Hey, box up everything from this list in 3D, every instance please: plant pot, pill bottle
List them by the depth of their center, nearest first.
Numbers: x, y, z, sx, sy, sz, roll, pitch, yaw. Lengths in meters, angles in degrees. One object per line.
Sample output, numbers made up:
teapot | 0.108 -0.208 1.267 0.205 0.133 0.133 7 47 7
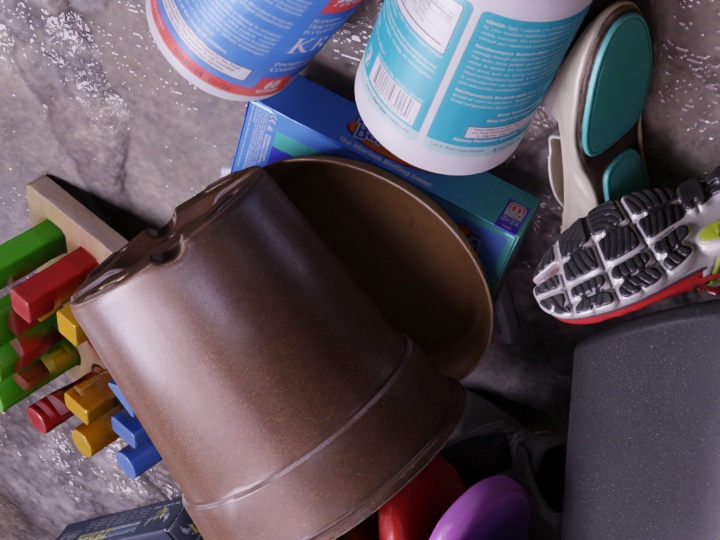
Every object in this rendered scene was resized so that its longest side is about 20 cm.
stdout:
pill bottle | 0.073 -0.156 1.037 0.110 0.111 0.200 30 139 4
pill bottle | -0.040 -0.196 1.070 0.112 0.112 0.200 40 140 -7
plant pot | 0.235 0.115 1.099 0.177 0.199 0.201 3 89 51
plant pot | -0.068 0.055 1.142 0.200 0.200 0.199 -22 108 43
plant pot | 0.000 0.000 1.200 0.199 0.028 0.201 18 136 18

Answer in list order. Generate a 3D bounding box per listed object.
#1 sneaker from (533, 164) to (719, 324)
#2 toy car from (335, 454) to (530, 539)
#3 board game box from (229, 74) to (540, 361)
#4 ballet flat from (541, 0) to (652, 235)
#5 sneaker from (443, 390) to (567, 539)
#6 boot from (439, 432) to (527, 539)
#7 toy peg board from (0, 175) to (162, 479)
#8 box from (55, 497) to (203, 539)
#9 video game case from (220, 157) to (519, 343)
sneaker | 0.203 -0.006 1.085 0.199 0.077 0.085 -21 138 17
toy car | 0.053 0.193 1.125 0.199 0.175 0.151 20 94 33
board game box | 0.006 -0.032 1.220 0.199 0.045 0.152 29 138 7
ballet flat | 0.140 -0.084 1.103 0.069 0.070 0.201 12 135 23
sneaker | 0.119 0.134 1.271 0.200 0.075 0.092 45 148 40
boot | 0.057 0.191 1.271 0.200 0.070 0.132 -16 94 63
toy peg board | -0.215 0.069 1.397 0.199 0.098 0.201 37 144 30
box | -0.180 0.292 1.669 0.200 0.051 0.158 -19 116 43
video game case | 0.006 -0.014 1.284 0.199 0.018 0.144 5 132 29
